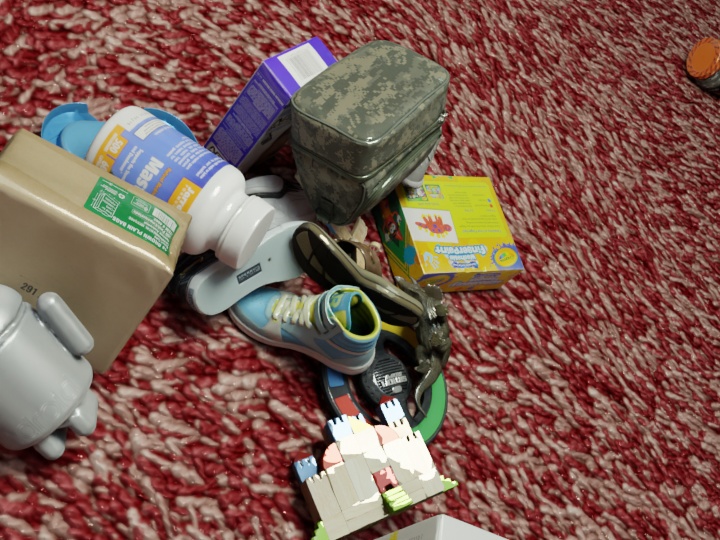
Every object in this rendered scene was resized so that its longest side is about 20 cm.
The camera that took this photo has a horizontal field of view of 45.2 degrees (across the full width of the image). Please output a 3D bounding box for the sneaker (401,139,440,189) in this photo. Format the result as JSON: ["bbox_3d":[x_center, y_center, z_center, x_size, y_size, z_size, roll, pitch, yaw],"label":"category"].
[{"bbox_3d":[0.074,-0.183,1.261,0.074,0.082,0.200,22,30,2],"label":"sneaker"}]

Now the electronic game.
[{"bbox_3d":[0.033,0.146,1.145,0.199,0.042,0.201,18,55,-27],"label":"electronic game"}]

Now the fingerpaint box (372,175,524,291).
[{"bbox_3d":[0.129,-0.056,1.312,0.199,0.073,0.168,-3,65,-35],"label":"fingerpaint box"}]

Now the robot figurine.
[{"bbox_3d":[-0.342,0.093,0.838,0.200,0.169,0.113,52,-1,-26],"label":"robot figurine"}]

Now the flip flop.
[{"bbox_3d":[0.000,0.000,1.067,0.200,0.081,0.058,33,60,-20],"label":"flip flop"}]

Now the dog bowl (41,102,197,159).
[{"bbox_3d":[-0.300,-0.145,1.075,0.199,0.050,0.112,-3,66,-37],"label":"dog bowl"}]

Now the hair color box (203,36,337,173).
[{"bbox_3d":[-0.119,-0.209,1.139,0.065,0.200,0.109,52,48,0],"label":"hair color box"}]

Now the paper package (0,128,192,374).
[{"bbox_3d":[-0.307,-0.016,0.891,0.199,0.191,0.104,29,36,-19],"label":"paper package"}]

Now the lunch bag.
[{"bbox_3d":[0.013,-0.167,1.085,0.139,0.168,0.200,31,54,19],"label":"lunch bag"}]

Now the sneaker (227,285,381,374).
[{"bbox_3d":[-0.063,0.047,1.054,0.199,0.131,0.080,21,58,-3],"label":"sneaker"}]

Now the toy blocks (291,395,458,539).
[{"bbox_3d":[0.001,0.230,1.030,0.199,0.100,0.137,-20,71,-18],"label":"toy blocks"}]

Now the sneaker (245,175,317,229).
[{"bbox_3d":[-0.080,-0.068,1.175,0.199,0.075,0.116,-8,78,-45],"label":"sneaker"}]

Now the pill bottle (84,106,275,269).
[{"bbox_3d":[-0.201,-0.088,0.975,0.199,0.112,0.112,32,48,4],"label":"pill bottle"}]

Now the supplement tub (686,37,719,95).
[{"bbox_3d":[0.885,-0.479,2.072,0.199,0.122,0.123,14,56,-28],"label":"supplement tub"}]

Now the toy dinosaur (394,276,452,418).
[{"bbox_3d":[0.095,0.091,1.150,0.102,0.077,0.201,33,43,-71],"label":"toy dinosaur"}]

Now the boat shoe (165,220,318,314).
[{"bbox_3d":[-0.144,-0.017,1.063,0.200,0.091,0.071,-27,123,-33],"label":"boat shoe"}]

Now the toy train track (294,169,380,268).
[{"bbox_3d":[-0.022,-0.061,1.159,0.200,0.032,0.115,56,40,-32],"label":"toy train track"}]

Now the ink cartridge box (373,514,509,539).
[{"bbox_3d":[0.080,0.372,0.935,0.145,0.200,0.145,25,52,-21],"label":"ink cartridge box"}]
